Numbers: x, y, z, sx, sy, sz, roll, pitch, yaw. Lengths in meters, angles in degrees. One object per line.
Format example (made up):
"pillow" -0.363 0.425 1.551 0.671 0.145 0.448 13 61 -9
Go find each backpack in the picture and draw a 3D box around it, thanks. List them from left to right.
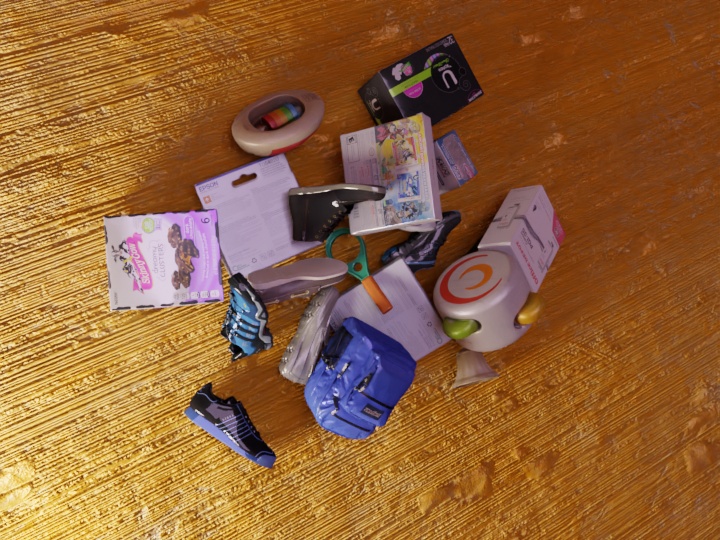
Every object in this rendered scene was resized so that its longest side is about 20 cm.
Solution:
"backpack" -0.008 0.217 1.419 0.162 0.168 0.201 32 98 -25

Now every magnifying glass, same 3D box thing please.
"magnifying glass" 0.000 0.000 1.488 0.079 0.022 0.201 -36 73 3

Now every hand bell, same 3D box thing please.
"hand bell" 0.218 0.140 1.592 0.103 0.104 0.201 -9 76 -22

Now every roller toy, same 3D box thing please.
"roller toy" 0.251 0.062 1.490 0.199 0.183 0.140 -28 122 8

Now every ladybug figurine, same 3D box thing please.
"ladybug figurine" -0.155 -0.282 1.458 0.199 0.072 0.136 -29 57 -21

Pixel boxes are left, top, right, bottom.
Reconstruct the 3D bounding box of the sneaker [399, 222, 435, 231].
"sneaker" 0.063 -0.148 1.512 0.198 0.075 0.116 13 91 5

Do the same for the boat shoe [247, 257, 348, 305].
"boat shoe" -0.119 0.024 1.444 0.199 0.072 0.060 -11 123 -22

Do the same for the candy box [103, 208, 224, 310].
"candy box" -0.352 -0.019 1.352 0.198 0.072 0.169 -5 90 -11

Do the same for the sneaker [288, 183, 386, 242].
"sneaker" -0.041 -0.108 1.420 0.075 0.199 0.107 -8 96 -64

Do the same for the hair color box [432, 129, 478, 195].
"hair color box" 0.135 -0.197 1.508 0.060 0.200 0.100 -35 99 -31

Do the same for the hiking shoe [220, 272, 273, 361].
"hiking shoe" -0.216 0.092 1.367 0.086 0.074 0.201 -30 137 -19

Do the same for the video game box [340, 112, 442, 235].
"video game box" 0.057 -0.180 1.432 0.047 0.181 0.202 2 80 -59

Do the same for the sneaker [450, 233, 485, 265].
"sneaker" 0.251 -0.005 1.611 0.200 0.070 0.076 -42 102 -19

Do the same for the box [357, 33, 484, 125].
"box" 0.124 -0.371 1.563 0.199 0.124 0.149 -33 97 -22

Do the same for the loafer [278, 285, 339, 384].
"loafer" -0.089 0.126 1.470 0.070 0.070 0.201 30 83 -22

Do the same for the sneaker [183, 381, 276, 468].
"sneaker" -0.227 0.288 1.396 0.200 0.070 0.078 38 80 -14

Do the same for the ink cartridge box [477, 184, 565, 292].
"ink cartridge box" 0.347 -0.062 1.600 0.147 0.082 0.200 57 49 -27

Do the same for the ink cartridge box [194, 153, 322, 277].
"ink cartridge box" -0.199 -0.105 1.456 0.199 0.041 0.201 -24 94 -21

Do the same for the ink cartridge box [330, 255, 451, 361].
"ink cartridge box" 0.052 0.105 1.523 0.199 0.043 0.197 -31 98 6

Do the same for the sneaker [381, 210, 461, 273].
"sneaker" 0.138 -0.051 1.575 0.200 0.073 0.082 -37 104 -10
